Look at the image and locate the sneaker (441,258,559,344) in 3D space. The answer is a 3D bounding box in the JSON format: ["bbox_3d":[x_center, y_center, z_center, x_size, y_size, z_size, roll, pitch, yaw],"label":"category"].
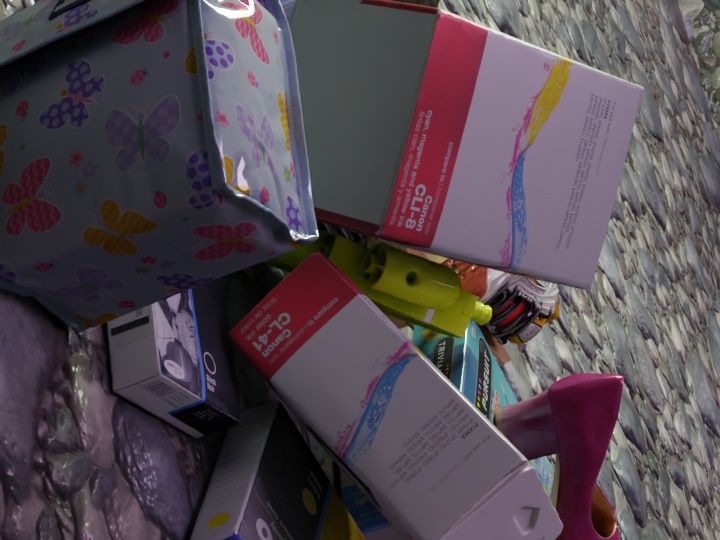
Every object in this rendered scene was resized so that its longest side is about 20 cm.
[{"bbox_3d":[0.116,0.013,1.554,0.082,0.078,0.200,64,18,7],"label":"sneaker"}]

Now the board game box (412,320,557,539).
[{"bbox_3d":[0.094,0.152,1.460,0.151,0.047,0.200,-81,148,-54],"label":"board game box"}]

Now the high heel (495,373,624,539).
[{"bbox_3d":[0.177,0.149,1.474,0.067,0.096,0.200,-85,151,-52],"label":"high heel"}]

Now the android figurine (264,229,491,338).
[{"bbox_3d":[0.000,0.000,1.398,0.200,0.182,0.041,22,87,-30],"label":"android figurine"}]

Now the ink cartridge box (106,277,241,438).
[{"bbox_3d":[-0.122,-0.005,1.259,0.099,0.039,0.201,37,37,-56],"label":"ink cartridge box"}]

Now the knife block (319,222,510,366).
[{"bbox_3d":[0.032,-0.020,1.607,0.200,0.064,0.176,44,26,-36],"label":"knife block"}]

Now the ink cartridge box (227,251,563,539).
[{"bbox_3d":[0.024,0.101,1.278,0.200,0.086,0.148,47,-5,28],"label":"ink cartridge box"}]

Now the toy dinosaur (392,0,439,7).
[{"bbox_3d":[0.015,-0.214,1.475,0.102,0.077,0.200,-46,116,-20],"label":"toy dinosaur"}]

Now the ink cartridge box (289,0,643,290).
[{"bbox_3d":[0.057,-0.083,1.321,0.200,0.145,0.145,13,91,-41],"label":"ink cartridge box"}]

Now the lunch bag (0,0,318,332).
[{"bbox_3d":[-0.130,-0.092,1.130,0.127,0.169,0.201,35,42,-53],"label":"lunch bag"}]

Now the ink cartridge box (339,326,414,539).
[{"bbox_3d":[0.035,0.125,1.502,0.115,0.068,0.201,50,28,-48],"label":"ink cartridge box"}]

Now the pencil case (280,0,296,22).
[{"bbox_3d":[-0.065,-0.184,1.352,0.083,0.200,0.091,65,-19,-14],"label":"pencil case"}]

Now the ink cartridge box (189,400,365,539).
[{"bbox_3d":[-0.037,0.213,1.266,0.198,0.047,0.200,61,19,-23],"label":"ink cartridge box"}]
